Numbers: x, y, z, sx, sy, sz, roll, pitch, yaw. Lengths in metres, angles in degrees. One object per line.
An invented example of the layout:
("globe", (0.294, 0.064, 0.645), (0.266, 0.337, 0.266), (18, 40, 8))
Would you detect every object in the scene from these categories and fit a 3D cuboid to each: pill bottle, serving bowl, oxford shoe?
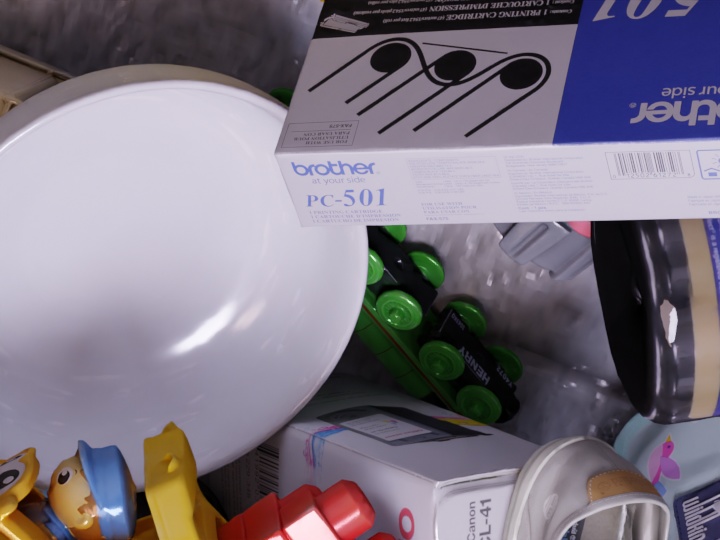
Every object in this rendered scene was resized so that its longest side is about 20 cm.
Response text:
("pill bottle", (0.199, -0.007, 0.979), (0.199, 0.112, 0.112), (-9, 125, -5))
("serving bowl", (-0.100, -0.004, 1.053), (0.199, 0.066, 0.201), (-11, 123, -17))
("oxford shoe", (0.084, 0.168, 0.998), (0.058, 0.075, 0.201), (18, 101, 56))

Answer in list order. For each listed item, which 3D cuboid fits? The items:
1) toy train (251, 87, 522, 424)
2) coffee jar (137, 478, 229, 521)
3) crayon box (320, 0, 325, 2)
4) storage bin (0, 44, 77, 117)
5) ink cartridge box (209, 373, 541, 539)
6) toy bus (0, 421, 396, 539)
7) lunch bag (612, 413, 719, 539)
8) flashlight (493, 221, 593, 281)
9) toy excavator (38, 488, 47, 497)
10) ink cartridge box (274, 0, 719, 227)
("toy train", (0.000, 0.000, 1.128), (0.056, 0.042, 0.200), (-22, 115, 41))
("coffee jar", (-0.106, 0.192, 1.154), (0.085, 0.104, 0.201), (-3, 119, -18))
("crayon box", (-0.061, -0.221, 0.975), (0.200, 0.058, 0.173), (25, 128, 0))
("storage bin", (-0.260, -0.030, 1.105), (0.199, 0.094, 0.199), (23, 100, 1))
("ink cartridge box", (0.013, 0.137, 1.101), (0.200, 0.085, 0.148), (17, 110, 56))
("toy bus", (-0.086, 0.132, 1.004), (0.192, 0.136, 0.200), (-37, 102, 5))
("lunch bag", (0.163, 0.150, 1.091), (0.122, 0.171, 0.200), (16, 128, -12))
("flashlight", (0.132, -0.076, 1.015), (0.200, 0.068, 0.068), (-41, 68, 32))
("toy excavator", (-0.075, 0.169, 1.246), (0.199, 0.100, 0.195), (-14, 121, 16))
("ink cartridge box", (0.075, -0.066, 0.944), (0.199, 0.094, 0.044), (-1, 137, 18))
